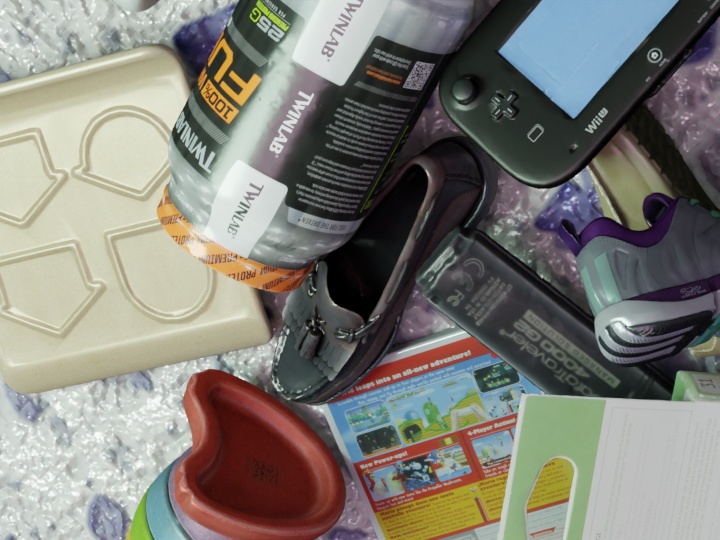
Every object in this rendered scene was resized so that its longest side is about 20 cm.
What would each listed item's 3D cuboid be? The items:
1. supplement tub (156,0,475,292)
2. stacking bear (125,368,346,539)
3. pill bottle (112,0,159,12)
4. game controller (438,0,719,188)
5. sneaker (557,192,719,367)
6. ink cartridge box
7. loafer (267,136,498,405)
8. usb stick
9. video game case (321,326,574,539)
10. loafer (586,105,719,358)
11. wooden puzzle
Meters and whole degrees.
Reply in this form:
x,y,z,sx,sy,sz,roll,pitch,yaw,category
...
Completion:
x,y,z,sx,sy,sz,roll,pitch,yaw,category
-0.030,-0.096,1.610,0.122,0.123,0.201,31,108,6,supplement tub
-0.103,0.179,1.753,0.113,0.122,0.200,24,127,-17,stacking bear
-0.174,-0.247,1.621,0.200,0.112,0.113,37,116,3,pill bottle
0.134,-0.139,1.550,0.200,0.042,0.104,-49,55,5,game controller
0.204,-0.013,1.540,0.074,0.199,0.088,-50,58,52,sneaker
0.175,0.131,1.631,0.199,0.048,0.146,5,112,-8,ink cartridge box
0.000,0.000,1.670,0.072,0.063,0.200,48,116,21,loafer
0.121,0.049,1.647,0.200,0.033,0.055,37,111,-12,usb stick
0.071,0.134,1.725,0.142,0.017,0.201,-18,102,24,video game case
0.162,-0.028,1.605,0.067,0.076,0.200,-38,94,20,loafer
-0.160,-0.032,1.733,0.184,0.046,0.201,-12,109,22,wooden puzzle
